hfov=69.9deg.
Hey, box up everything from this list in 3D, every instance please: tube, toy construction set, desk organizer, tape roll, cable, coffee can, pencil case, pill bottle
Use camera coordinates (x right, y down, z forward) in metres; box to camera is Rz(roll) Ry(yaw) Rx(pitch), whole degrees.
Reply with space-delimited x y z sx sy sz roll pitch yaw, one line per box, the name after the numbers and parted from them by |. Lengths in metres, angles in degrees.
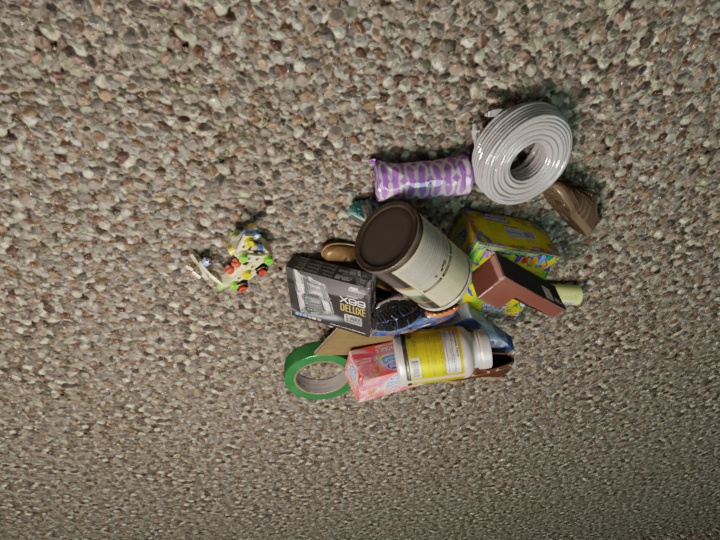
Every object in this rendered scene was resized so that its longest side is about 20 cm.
0.453 0.056 1.293 0.199 0.052 0.058 2 91 -5 | tube
-0.267 -0.017 1.083 0.200 0.092 0.131 -23 157 23 | toy construction set
0.330 0.046 1.079 0.200 0.072 0.077 25 127 -29 | desk organizer
-0.108 0.277 1.409 0.200 0.048 0.201 -4 133 -5 | tape roll
0.307 -0.220 0.976 0.200 0.069 0.200 -19 135 -9 | cable
0.106 -0.023 1.000 0.146 0.147 0.200 -35 136 22 | coffee can
0.121 -0.182 0.998 0.199 0.084 0.086 -6 95 -6 | pencil case
0.175 0.180 1.106 0.199 0.113 0.113 -8 133 3 | pill bottle

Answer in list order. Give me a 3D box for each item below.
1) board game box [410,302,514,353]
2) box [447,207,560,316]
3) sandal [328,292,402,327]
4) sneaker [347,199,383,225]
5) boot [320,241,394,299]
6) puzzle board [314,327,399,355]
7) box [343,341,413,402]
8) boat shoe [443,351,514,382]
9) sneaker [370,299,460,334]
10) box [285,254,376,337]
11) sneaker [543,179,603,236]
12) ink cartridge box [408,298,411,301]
0.228 0.176 1.224 0.200 0.043 0.199 -33 131 28 | board game box
0.292 -0.014 1.148 0.200 0.122 0.193 9 131 -17 | box
0.003 0.085 1.243 0.202 0.082 0.050 -24 89 16 | sandal
0.056 -0.081 1.088 0.200 0.078 0.091 19 131 -22 | sneaker
0.000 0.000 1.151 0.200 0.076 0.074 27 125 -28 | boot
0.000 0.173 1.309 0.200 0.017 0.151 5 141 -34 | puzzle board
0.070 0.256 1.344 0.200 0.103 0.095 -9 136 -24 | box
0.256 0.212 1.184 0.199 0.071 0.070 -1 146 -17 | boat shoe
0.120 0.102 1.111 0.200 0.075 0.078 -13 145 9 | sneaker
-0.063 0.057 1.156 0.200 0.050 0.158 15 135 15 | box
0.454 -0.151 1.092 0.076 0.070 0.200 -53 133 3 | sneaker
0.180 0.131 1.284 0.037 0.095 0.200 -28 130 18 | ink cartridge box
